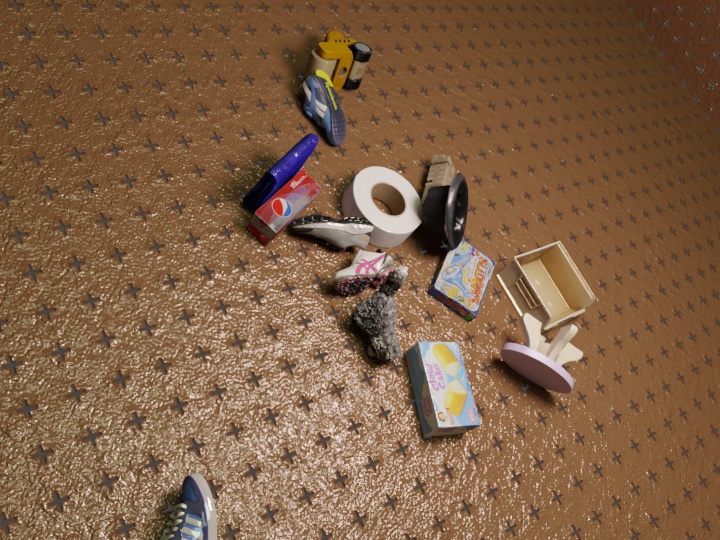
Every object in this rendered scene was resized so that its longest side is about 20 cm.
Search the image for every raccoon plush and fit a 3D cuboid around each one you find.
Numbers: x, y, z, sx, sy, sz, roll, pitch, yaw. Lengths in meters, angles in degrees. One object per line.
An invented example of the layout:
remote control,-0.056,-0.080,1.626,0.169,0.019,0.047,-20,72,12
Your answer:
raccoon plush,0.067,0.106,1.572,0.134,0.201,0.096,46,34,20

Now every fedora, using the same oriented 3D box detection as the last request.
fedora,0.210,-0.151,1.808,0.091,0.202,0.201,10,47,20

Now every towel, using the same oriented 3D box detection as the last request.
towel,-0.179,-0.226,1.658,0.050,0.147,0.200,45,48,-9

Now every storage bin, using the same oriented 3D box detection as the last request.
storage bin,0.499,0.047,1.925,0.199,0.094,0.200,-17,70,-38

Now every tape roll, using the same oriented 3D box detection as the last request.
tape roll,0.056,-0.160,1.806,0.201,0.071,0.204,16,53,-22

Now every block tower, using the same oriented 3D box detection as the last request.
block tower,0.210,-0.229,1.940,0.058,0.054,0.201,58,36,-42

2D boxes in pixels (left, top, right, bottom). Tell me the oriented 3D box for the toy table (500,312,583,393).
toy table,0.450,0.199,1.755,0.200,0.183,0.118,39,64,-19

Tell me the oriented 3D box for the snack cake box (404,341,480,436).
snack cake box,0.181,0.264,1.613,0.114,0.067,0.202,4,59,-30

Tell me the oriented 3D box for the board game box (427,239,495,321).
board game box,0.262,0.017,1.840,0.135,0.034,0.201,34,49,-8

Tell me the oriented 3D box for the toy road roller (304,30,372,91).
toy road roller,-0.079,-0.581,1.967,0.199,0.123,0.146,-16,55,-37

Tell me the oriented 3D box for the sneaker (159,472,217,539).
sneaker,-0.318,0.445,1.187,0.145,0.080,0.202,2,66,-35

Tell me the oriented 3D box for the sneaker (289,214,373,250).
sneaker,-0.069,-0.086,1.682,0.198,0.080,0.074,5,18,-12

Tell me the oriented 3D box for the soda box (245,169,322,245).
soda box,-0.176,-0.148,1.663,0.070,0.063,0.200,43,48,-2

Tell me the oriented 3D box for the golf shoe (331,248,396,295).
golf shoe,0.000,0.000,1.674,0.199,0.073,0.092,-12,62,-46

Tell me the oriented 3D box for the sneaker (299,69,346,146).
sneaker,-0.098,-0.418,1.884,0.074,0.082,0.202,-16,87,-62
